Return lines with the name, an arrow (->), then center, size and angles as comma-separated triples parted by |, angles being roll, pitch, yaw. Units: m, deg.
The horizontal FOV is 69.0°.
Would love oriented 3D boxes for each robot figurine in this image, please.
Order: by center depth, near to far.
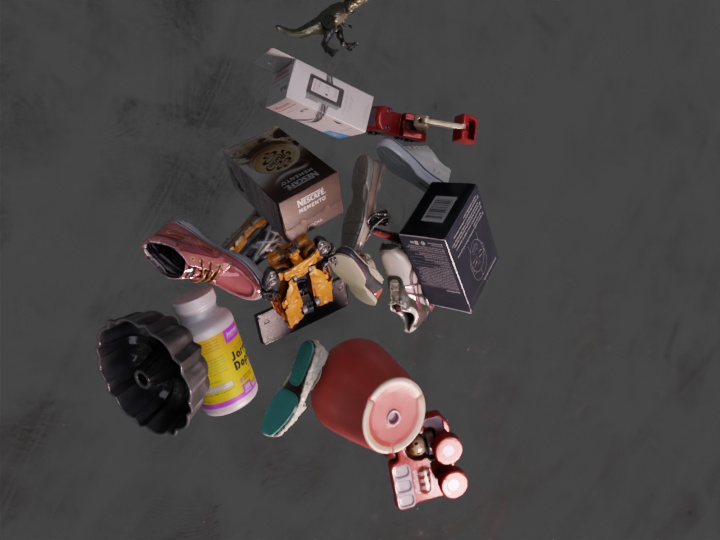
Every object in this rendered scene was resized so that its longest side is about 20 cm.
robot figurine -> -0.104, 0.015, 0.882 | 0.143, 0.058, 0.202 | -33, 151, -17

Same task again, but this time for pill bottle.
pill bottle -> -0.253, 0.135, 0.894 | 0.102, 0.104, 0.205 | -24, 108, -24

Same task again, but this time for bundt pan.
bundt pan -> -0.317, 0.152, 0.826 | 0.076, 0.197, 0.207 | -39, 118, -56

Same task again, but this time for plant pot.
plant pot -> 0.023, 0.253, 1.025 | 0.196, 0.176, 0.207 | -5, 100, -28

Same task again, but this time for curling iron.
curling iron -> 0.077, -0.072, 1.052 | 0.049, 0.026, 0.199 | -43, 147, 15

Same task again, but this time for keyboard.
keyboard -> -0.115, 0.059, 1.010 | 0.196, 0.040, 0.106 | -24, 131, -25

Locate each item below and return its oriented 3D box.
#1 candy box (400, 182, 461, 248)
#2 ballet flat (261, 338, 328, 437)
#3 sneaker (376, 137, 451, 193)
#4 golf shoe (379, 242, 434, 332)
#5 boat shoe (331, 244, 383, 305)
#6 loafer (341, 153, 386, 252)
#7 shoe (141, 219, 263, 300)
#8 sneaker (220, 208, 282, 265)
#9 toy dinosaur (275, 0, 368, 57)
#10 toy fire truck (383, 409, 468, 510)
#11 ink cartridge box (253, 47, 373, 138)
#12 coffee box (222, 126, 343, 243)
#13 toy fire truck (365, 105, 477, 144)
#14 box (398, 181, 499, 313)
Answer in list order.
candy box -> 0.163, -0.083, 1.115 | 0.200, 0.026, 0.103 | -47, 139, -19
ballet flat -> -0.117, 0.232, 1.009 | 0.071, 0.071, 0.204 | 31, 82, -28
sneaker -> 0.111, -0.225, 1.074 | 0.198, 0.072, 0.073 | 29, 74, -38
golf shoe -> 0.089, 0.035, 1.067 | 0.089, 0.076, 0.202 | -53, 126, -32
boat shoe -> 0.000, 0.000, 1.001 | 0.064, 0.070, 0.201 | -63, 152, -17
loafer -> 0.012, -0.122, 1.029 | 0.062, 0.071, 0.206 | 10, 90, -35
shoe -> -0.250, -0.002, 0.843 | 0.198, 0.091, 0.072 | 34, 117, -2
sneaker -> -0.167, -0.068, 0.935 | 0.200, 0.078, 0.077 | -45, 117, -5
toy dinosaur -> -0.054, -0.441, 0.958 | 0.198, 0.047, 0.089 | -35, 98, -20
toy fire truck -> 0.138, 0.420, 1.162 | 0.163, 0.112, 0.206 | -13, 103, -7
ink cartridge box -> -0.090, -0.302, 0.916 | 0.196, 0.115, 0.070 | 16, 88, -29
coffee box -> -0.129, -0.148, 0.862 | 0.112, 0.200, 0.081 | -30, 139, -22
toy fire truck -> 0.113, -0.282, 1.018 | 0.195, 0.140, 0.050 | 3, 96, -29
box -> 0.178, -0.045, 1.025 | 0.150, 0.105, 0.202 | -55, 135, -29
